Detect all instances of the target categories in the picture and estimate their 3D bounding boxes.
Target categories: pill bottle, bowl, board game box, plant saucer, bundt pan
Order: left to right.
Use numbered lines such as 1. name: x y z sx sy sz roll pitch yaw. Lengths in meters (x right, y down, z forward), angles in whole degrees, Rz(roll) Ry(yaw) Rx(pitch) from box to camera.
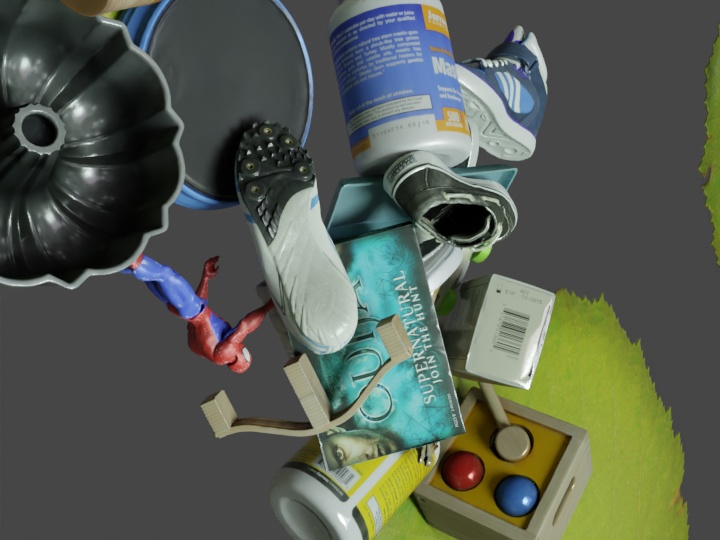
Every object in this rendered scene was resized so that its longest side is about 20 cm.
1. bundt pan: -0.220 -0.082 0.544 0.201 0.076 0.203 9 75 -38
2. bowl: -0.117 -0.150 0.704 0.200 0.039 0.201 -12 106 -47
3. board game box: 0.007 0.069 0.759 0.135 0.028 0.201 -16 99 -2
4. pill bottle: 0.009 0.191 0.858 0.200 0.112 0.113 -40 125 -36
5. pill bottle: 0.031 -0.192 0.781 0.112 0.112 0.201 -2 79 -48
6. plant saucer: 0.057 -0.068 0.798 0.199 0.019 0.070 -8 141 -29

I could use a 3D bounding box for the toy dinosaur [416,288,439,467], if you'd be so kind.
1. toy dinosaur: 0.043 0.088 0.827 0.101 0.058 0.201 9 78 -16

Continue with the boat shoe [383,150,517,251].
1. boat shoe: 0.095 -0.048 0.776 0.071 0.064 0.200 -45 148 22

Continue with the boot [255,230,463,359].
1. boot: 0.000 0.000 0.800 0.200 0.074 0.096 -33 107 -15

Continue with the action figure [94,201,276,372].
1. action figure: -0.133 0.004 0.695 0.099 0.065 0.200 -49 130 -22

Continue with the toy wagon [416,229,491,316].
1. toy wagon: 0.038 -0.006 0.873 0.155 0.040 0.200 27 101 -26

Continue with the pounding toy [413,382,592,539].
1. pounding toy: 0.169 0.220 1.013 0.200 0.184 0.142 -55 145 -26

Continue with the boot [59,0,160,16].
1. boot: -0.193 -0.265 0.563 0.200 0.077 0.155 42 36 -6

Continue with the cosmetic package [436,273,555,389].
1. cosmetic package: 0.133 0.068 0.914 0.071 0.200 0.106 18 84 -6

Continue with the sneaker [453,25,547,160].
1. sneaker: 0.149 -0.231 0.970 0.200 0.080 0.147 28 66 -43

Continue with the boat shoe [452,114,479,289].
1. boat shoe: 0.083 -0.074 0.925 0.060 0.076 0.201 -5 98 -40

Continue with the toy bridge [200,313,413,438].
1. toy bridge: -0.044 0.107 0.731 0.067 0.200 0.027 63 15 -6

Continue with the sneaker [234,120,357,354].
1. sneaker: -0.058 -0.026 0.692 0.072 0.072 0.201 -15 80 -21
